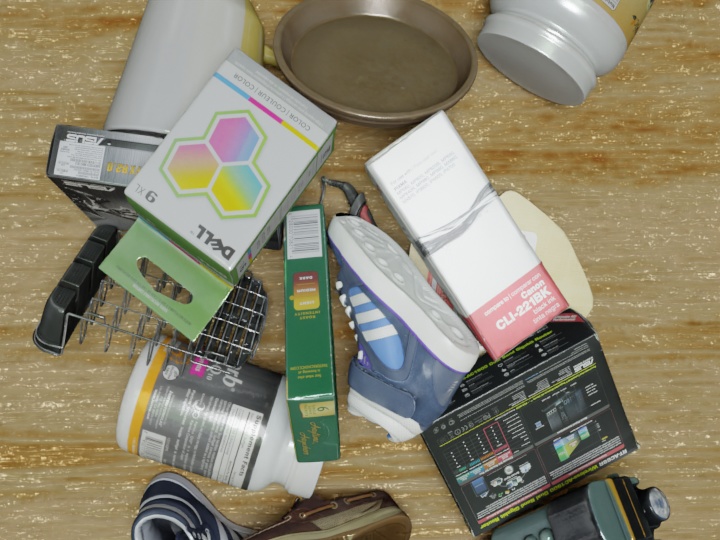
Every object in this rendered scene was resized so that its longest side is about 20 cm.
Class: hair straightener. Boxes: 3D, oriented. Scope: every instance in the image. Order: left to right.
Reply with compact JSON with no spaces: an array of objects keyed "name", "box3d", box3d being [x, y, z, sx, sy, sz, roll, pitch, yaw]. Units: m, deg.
[{"name":"hair straightener","box3d":[0.000,0.000,0.773,0.076,0.041,0.204,-28,89,16]}]

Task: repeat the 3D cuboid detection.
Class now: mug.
[{"name":"mug","box3d":[-0.146,-0.182,0.739,0.146,0.185,0.158,6,83,31]}]

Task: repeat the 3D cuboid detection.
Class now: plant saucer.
[{"name":"plant saucer","box3d":[0.014,-0.201,0.726,0.194,0.030,0.204,4,50,-5]}]

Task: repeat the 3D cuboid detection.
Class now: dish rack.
[{"name":"dish rack","box3d":[-0.188,0.034,0.725,0.195,0.155,0.055,19,125,-8]}]

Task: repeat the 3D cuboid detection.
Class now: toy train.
[{"name":"toy train","box3d":[0.201,0.257,0.742,0.112,0.200,0.087,7,56,-36]}]

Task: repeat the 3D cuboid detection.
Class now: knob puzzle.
[{"name":"knob puzzle","box3d":[0.142,0.019,0.795,0.213,0.030,0.227,0,93,2]}]

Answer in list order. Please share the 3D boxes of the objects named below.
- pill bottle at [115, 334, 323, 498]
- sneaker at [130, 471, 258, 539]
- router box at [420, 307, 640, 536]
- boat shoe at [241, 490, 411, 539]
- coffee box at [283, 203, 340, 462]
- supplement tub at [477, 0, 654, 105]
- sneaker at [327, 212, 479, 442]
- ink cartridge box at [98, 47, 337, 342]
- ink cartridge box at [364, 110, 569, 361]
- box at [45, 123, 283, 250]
[{"name":"pill bottle","box3d":[-0.129,0.147,0.752,0.195,0.116,0.119,18,93,-4]},{"name":"sneaker","box3d":[-0.144,0.290,0.763,0.198,0.109,0.071,38,92,-4]},{"name":"router box","box3d":[0.164,0.153,0.768,0.196,0.062,0.152,-27,113,1]},{"name":"boat shoe","box3d":[-0.048,0.264,0.766,0.195,0.072,0.074,-11,121,-21]},{"name":"coffee box","box3d":[-0.046,0.055,0.697,0.043,0.124,0.204,-4,55,-3]},{"name":"supplement tub","box3d":[0.211,-0.278,0.727,0.142,0.144,0.203,30,92,-4]},{"name":"sneaker","box3d":[0.006,0.063,0.719,0.200,0.080,0.148,47,117,22]},{"name":"ink cartridge box","box3d":[-0.114,-0.060,0.603,0.103,0.059,0.202,34,77,3]},{"name":"ink cartridge box","box3d":[0.091,-0.034,0.706,0.083,0.144,0.202,-35,92,3]},{"name":"box","box3d":[-0.169,-0.072,0.713,0.194,0.159,0.050,8,77,-3]}]
